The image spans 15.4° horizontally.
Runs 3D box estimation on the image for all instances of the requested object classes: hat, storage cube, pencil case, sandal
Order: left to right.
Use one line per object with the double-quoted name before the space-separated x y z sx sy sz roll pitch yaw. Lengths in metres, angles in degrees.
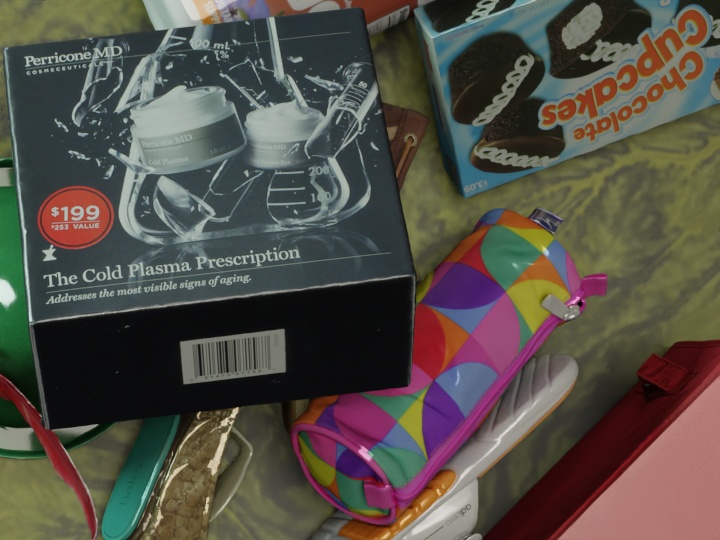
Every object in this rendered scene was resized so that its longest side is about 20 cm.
"hat" -0.178 0.025 1.441 0.200 0.176 0.166 39 83 -4
"pencil case" 0.048 0.051 1.492 0.088 0.088 0.200 45 66 -3
"sandal" 0.055 0.131 1.515 0.206 0.079 0.059 -39 106 -5
"storage cube" 0.190 0.162 1.486 0.180 0.171 0.200 -45 93 -7

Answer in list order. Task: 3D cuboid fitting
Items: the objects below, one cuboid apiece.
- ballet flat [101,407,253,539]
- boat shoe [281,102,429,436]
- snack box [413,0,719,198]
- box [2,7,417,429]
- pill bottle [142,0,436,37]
"ballet flat" -0.084 0.076 1.517 0.065 0.070 0.201 26 85 -32
"boat shoe" 0.000 0.000 1.524 0.071 0.072 0.202 11 78 -5
"snack box" 0.136 -0.128 1.534 0.199 0.037 0.117 -21 129 -9
"box" -0.082 -0.029 1.407 0.198 0.104 0.183 -7 54 -6
"pill bottle" -0.023 -0.181 1.510 0.199 0.112 0.113 -27 90 -9
